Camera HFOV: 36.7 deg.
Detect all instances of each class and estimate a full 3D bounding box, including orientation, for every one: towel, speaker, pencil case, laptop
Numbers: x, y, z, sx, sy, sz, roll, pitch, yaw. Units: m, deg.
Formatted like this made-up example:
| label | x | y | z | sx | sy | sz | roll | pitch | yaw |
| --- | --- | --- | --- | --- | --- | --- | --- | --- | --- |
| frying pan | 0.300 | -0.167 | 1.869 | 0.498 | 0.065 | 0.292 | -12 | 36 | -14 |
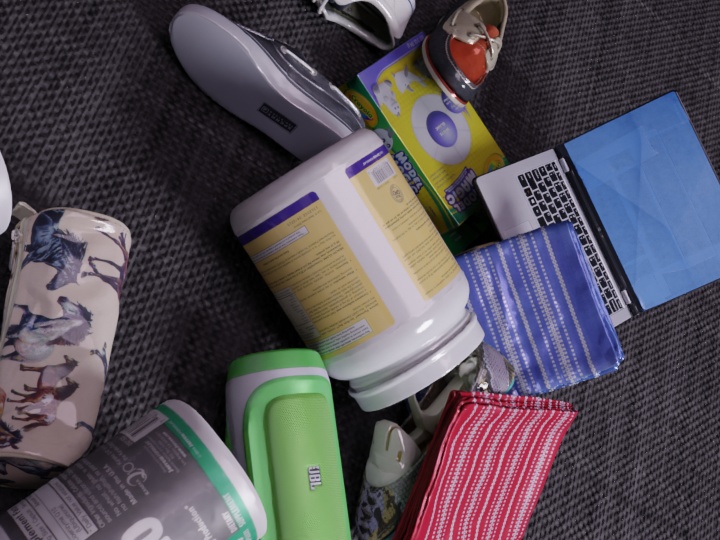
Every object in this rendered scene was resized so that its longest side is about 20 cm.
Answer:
| label | x | y | z | sx | sy | sz | roll | pitch | yaw |
| --- | --- | --- | --- | --- | --- | --- | --- | --- | --- |
| towel | 0.111 | 0.174 | 0.927 | 0.200 | 0.022 | 0.145 | 12 | 102 | -51 |
| towel | 0.121 | 0.051 | 0.976 | 0.200 | 0.024 | 0.145 | -19 | 85 | 1 |
| speaker | -0.055 | 0.166 | 0.840 | 0.088 | 0.088 | 0.200 | 2 | 72 | -37 |
| pencil case | -0.220 | 0.054 | 0.759 | 0.089 | 0.078 | 0.200 | 16 | 64 | -22 |
| laptop | 0.242 | -0.046 | 1.027 | 0.200 | 0.116 | 0.188 | -23 | 86 | -39 |

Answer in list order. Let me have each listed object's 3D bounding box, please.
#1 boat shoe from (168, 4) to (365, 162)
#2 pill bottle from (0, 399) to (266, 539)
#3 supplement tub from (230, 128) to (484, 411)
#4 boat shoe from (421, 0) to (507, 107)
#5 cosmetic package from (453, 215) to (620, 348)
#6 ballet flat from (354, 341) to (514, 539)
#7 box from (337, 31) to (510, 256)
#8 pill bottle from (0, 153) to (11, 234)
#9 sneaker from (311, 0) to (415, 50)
| label | x | y | z | sx | sy | sz | roll | pitch | yaw |
| --- | --- | --- | --- | --- | --- | --- | --- | --- | --- |
| boat shoe | -0.076 | -0.170 | 0.955 | 0.200 | 0.072 | 0.068 | 36 | 47 | -16 |
| pill bottle | -0.169 | 0.182 | 0.691 | 0.200 | 0.113 | 0.113 | -35 | 96 | -22 |
| supplement tub | 0.000 | 0.000 | 0.902 | 0.145 | 0.145 | 0.200 | -36 | 97 | -40 |
| boat shoe | 0.110 | -0.226 | 1.076 | 0.071 | 0.063 | 0.200 | 52 | 28 | -19 |
| cosmetic package | 0.177 | 0.013 | 1.079 | 0.200 | 0.073 | 0.104 | -17 | 84 | -39 |
| ballet flat | 0.049 | 0.135 | 0.915 | 0.072 | 0.072 | 0.200 | 46 | 73 | -15 |
| box | 0.072 | -0.122 | 1.066 | 0.117 | 0.048 | 0.200 | -41 | 101 | -40 |
| pill bottle | -0.332 | -0.037 | 0.680 | 0.200 | 0.120 | 0.120 | -24 | 89 | -41 |
| sneaker | -0.028 | -0.282 | 1.030 | 0.200 | 0.073 | 0.071 | 27 | 56 | -27 |
